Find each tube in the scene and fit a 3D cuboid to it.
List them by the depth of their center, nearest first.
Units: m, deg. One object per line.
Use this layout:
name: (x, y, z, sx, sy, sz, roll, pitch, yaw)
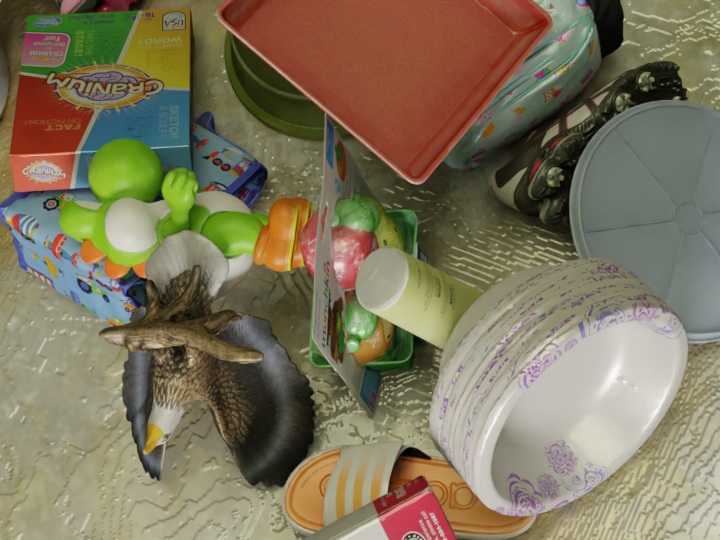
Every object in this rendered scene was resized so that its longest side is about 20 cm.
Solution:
tube: (0.075, 0.035, 1.276, 0.052, 0.199, 0.058, 35, 94, 43)

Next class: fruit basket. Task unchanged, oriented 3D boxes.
fruit basket: (0.000, 0.000, 1.292, 0.093, 0.200, 0.187, -1, 67, 9)

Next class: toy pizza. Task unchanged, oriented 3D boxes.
toy pizza: (0.259, -0.039, 1.328, 0.198, 0.032, 0.202, 4, 76, -14)

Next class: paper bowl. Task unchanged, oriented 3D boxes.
paper bowl: (0.140, 0.078, 1.235, 0.200, 0.201, 0.104, -38, 51, -7)

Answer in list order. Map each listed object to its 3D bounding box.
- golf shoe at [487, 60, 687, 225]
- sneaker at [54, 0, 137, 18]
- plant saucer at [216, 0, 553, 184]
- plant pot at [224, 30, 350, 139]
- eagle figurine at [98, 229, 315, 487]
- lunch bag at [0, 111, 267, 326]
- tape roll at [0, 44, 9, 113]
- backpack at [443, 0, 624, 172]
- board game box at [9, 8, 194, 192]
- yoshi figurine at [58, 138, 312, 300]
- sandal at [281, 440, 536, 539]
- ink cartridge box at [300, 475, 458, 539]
golf shoe: (0.191, -0.117, 1.374, 0.199, 0.078, 0.088, -36, 29, -25)
sneaker: (-0.212, -0.306, 1.533, 0.199, 0.079, 0.095, -37, 55, -8)
plant saucer: (0.018, -0.186, 1.260, 0.200, 0.037, 0.200, 40, 63, 0)
plant pot: (-0.042, -0.244, 1.407, 0.198, 0.190, 0.202, -4, 67, 9)
eagle figurine: (-0.132, 0.085, 1.284, 0.150, 0.200, 0.152, -36, 62, -7)
lunch bag: (-0.186, -0.061, 1.423, 0.150, 0.094, 0.200, 29, 63, 23)
tape roll: (-0.428, -0.180, 1.504, 0.200, 0.071, 0.204, -3, 63, 6)
backpack: (0.122, -0.180, 1.374, 0.199, 0.167, 0.127, -36, 71, 0)
board game box: (-0.220, -0.151, 1.427, 0.151, 0.041, 0.201, -4, 44, -3)
yoshi figurine: (-0.140, -0.056, 1.307, 0.198, 0.113, 0.113, 6, 44, 8)
sandal: (0.037, 0.169, 1.291, 0.205, 0.059, 0.080, 0, 67, 10)
ink cartridge box: (-0.006, 0.265, 1.218, 0.199, 0.083, 0.146, -27, 92, -2)
